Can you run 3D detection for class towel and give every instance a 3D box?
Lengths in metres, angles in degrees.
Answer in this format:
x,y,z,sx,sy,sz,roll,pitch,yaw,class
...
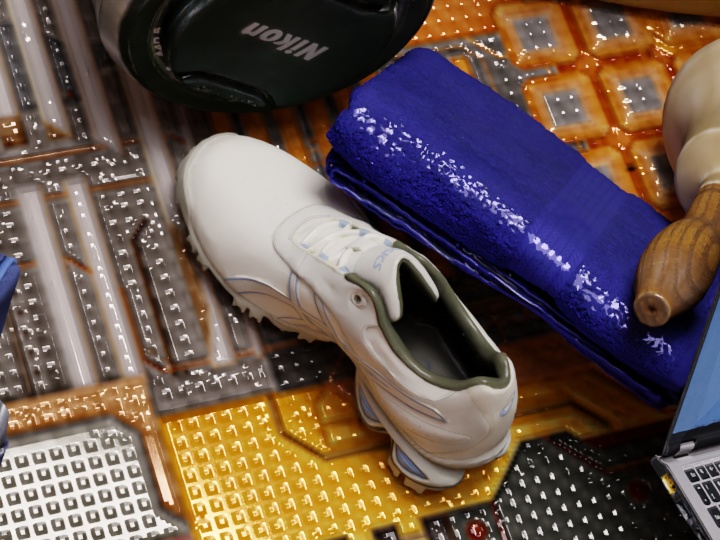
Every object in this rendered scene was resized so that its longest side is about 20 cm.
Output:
x,y,z,sx,sy,sz,roll,pitch,yaw,class
0.080,-0.020,1.009,0.199,0.050,0.148,37,21,4,towel

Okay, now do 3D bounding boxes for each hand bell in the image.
x,y,z,sx,sy,sz,roll,pitch,yaw,class
0.157,-0.024,0.983,0.104,0.104,0.200,37,35,5,hand bell

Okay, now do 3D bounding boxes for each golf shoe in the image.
x,y,z,sx,sy,sz,roll,pitch,yaw,class
0.000,0.000,0.971,0.200,0.097,0.078,44,62,11,golf shoe

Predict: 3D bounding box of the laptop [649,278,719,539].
x,y,z,sx,sy,sz,roll,pitch,yaw,class
0.218,0.067,0.940,0.187,0.116,0.201,-3,59,-57,laptop

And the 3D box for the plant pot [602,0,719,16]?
x,y,z,sx,sy,sz,roll,pitch,yaw,class
0.144,-0.249,1.098,0.175,0.200,0.202,-8,65,-8,plant pot

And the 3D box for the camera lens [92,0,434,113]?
x,y,z,sx,sy,sz,roll,pitch,yaw,class
-0.056,-0.187,1.012,0.158,0.160,0.201,-5,61,-19,camera lens

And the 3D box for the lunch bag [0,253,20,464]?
x,y,z,sx,sy,sz,roll,pitch,yaw,class
-0.200,0.058,0.821,0.131,0.200,0.137,22,54,-7,lunch bag
